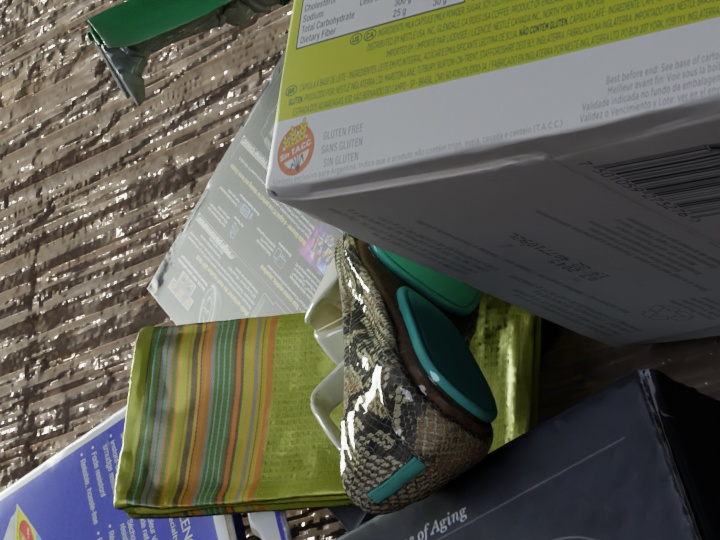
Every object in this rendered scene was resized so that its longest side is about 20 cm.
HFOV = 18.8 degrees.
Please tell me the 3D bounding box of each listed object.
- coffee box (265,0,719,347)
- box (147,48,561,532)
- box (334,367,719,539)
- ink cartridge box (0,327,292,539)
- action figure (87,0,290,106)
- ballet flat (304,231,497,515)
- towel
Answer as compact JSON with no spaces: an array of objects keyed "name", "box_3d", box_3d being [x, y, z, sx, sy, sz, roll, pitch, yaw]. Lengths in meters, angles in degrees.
[{"name":"coffee box","box_3d":[0.117,-0.101,0.762,0.200,0.200,0.198,-10,66,44]},{"name":"box","box_3d":[0.000,0.000,0.972,0.200,0.044,0.160,45,110,44]},{"name":"box","box_3d":[0.077,0.174,0.765,0.200,0.124,0.197,-32,58,26]},{"name":"ink cartridge box","box_3d":[-0.086,0.159,0.974,0.200,0.047,0.198,-33,58,31]},{"name":"action figure","box_3d":[-0.027,-0.142,0.983,0.200,0.055,0.118,-31,16,-5]},{"name":"ballet flat","box_3d":[0.010,0.024,0.822,0.075,0.068,0.200,-44,20,21]},{"name":"towel","box_3d":[-0.017,0.055,0.903,0.200,0.018,0.086,-8,70,31]}]
